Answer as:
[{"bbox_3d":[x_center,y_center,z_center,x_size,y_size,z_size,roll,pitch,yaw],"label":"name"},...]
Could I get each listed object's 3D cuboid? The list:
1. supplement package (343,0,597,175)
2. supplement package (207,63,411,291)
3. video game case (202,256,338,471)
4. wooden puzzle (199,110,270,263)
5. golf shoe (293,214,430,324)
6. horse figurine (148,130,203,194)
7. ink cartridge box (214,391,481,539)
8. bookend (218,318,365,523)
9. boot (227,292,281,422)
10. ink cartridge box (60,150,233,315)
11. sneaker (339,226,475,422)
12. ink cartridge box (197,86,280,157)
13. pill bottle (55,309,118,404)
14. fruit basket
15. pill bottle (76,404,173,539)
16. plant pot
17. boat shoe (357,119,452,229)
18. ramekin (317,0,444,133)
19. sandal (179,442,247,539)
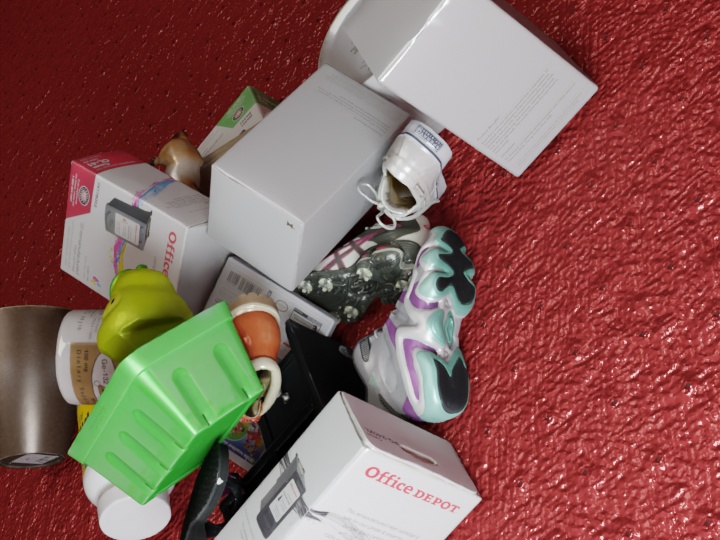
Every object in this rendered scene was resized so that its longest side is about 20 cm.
[{"bbox_3d":[0.106,-0.207,1.111,0.121,0.200,0.120,-48,38,18],"label":"supplement package"},{"bbox_3d":[-0.056,-0.102,1.224,0.200,0.120,0.121,-48,-16,-34],"label":"supplement package"},{"bbox_3d":[-0.129,0.105,1.272,0.143,0.018,0.200,31,102,14],"label":"video game case"},{"bbox_3d":[-0.159,-0.072,1.370,0.200,0.037,0.185,-30,50,42],"label":"wooden puzzle"},{"bbox_3d":[0.000,0.000,1.246,0.200,0.077,0.088,-17,34,43],"label":"golf shoe"},{"bbox_3d":[-0.223,-0.099,1.395,0.133,0.050,0.200,-41,45,42],"label":"horse figurine"},{"bbox_3d":[-0.013,0.223,1.031,0.200,0.145,0.083,-51,34,16],"label":"ink cartridge box"},{"bbox_3d":[-0.074,0.193,1.174,0.199,0.092,0.200,-49,36,19],"label":"bookend"},{"bbox_3d":[-0.137,0.129,1.172,0.200,0.075,0.107,-60,32,33],"label":"boot"},{"bbox_3d":[-0.247,-0.032,1.318,0.200,0.086,0.148,29,118,32],"label":"ink cartridge box"},{"bbox_3d":[0.037,0.057,1.129,0.140,0.078,0.200,-15,55,38],"label":"sneaker"},{"bbox_3d":[-0.133,-0.117,1.461,0.145,0.087,0.200,-47,41,21],"label":"ink cartridge box"},{"bbox_3d":[-0.250,0.103,1.362,0.200,0.114,0.115,-1,58,4],"label":"pill bottle"},{"bbox_3d":[-0.206,0.092,1.105,0.215,0.216,0.155,-15,12,46],"label":"fruit basket"},{"bbox_3d":[-0.285,0.225,1.400,0.113,0.113,0.200,-45,39,22],"label":"pill bottle"},{"bbox_3d":[-0.473,0.175,1.637,0.187,0.187,0.200,-27,63,39],"label":"plant pot"},{"bbox_3d":[0.041,-0.082,1.157,0.086,0.075,0.202,-49,-2,-8],"label":"boat shoe"},{"bbox_3d":[0.042,-0.249,1.316,0.200,0.105,0.200,-30,46,36],"label":"ramekin"},{"bbox_3d":[-0.141,0.231,1.123,0.201,0.048,0.075,116,163,-51],"label":"sandal"}]
